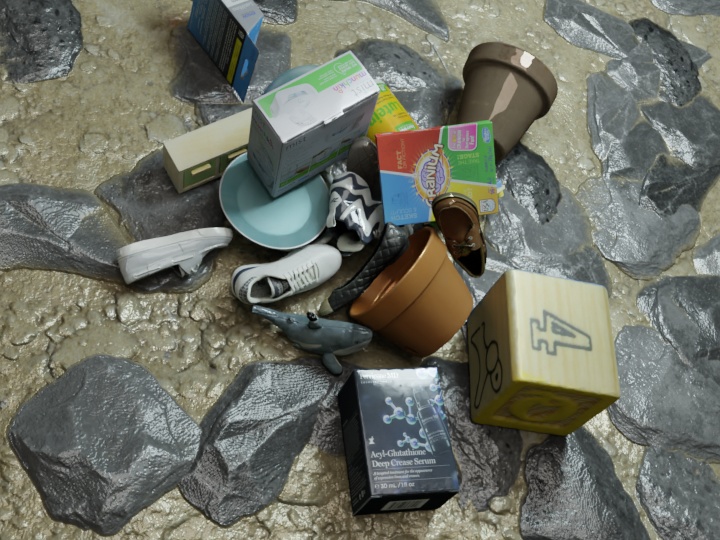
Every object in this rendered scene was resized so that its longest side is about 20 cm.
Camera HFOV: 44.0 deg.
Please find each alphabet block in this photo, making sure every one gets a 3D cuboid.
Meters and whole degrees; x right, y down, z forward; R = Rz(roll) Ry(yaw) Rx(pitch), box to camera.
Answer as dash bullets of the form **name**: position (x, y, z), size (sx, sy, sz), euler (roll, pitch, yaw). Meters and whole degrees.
- **alphabet block**: position (0.300, 0.142, 1.500), size (0.192, 0.196, 0.204), euler (9, 60, -12)

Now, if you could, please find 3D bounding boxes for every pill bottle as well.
- **pill bottle**: position (0.056, -0.250, 1.679), size (0.110, 0.111, 0.201), euler (-28, 74, -30)

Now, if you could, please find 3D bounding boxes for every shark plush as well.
- **shark plush**: position (-0.079, 0.084, 1.463), size (0.197, 0.084, 0.092), euler (29, 60, -1)

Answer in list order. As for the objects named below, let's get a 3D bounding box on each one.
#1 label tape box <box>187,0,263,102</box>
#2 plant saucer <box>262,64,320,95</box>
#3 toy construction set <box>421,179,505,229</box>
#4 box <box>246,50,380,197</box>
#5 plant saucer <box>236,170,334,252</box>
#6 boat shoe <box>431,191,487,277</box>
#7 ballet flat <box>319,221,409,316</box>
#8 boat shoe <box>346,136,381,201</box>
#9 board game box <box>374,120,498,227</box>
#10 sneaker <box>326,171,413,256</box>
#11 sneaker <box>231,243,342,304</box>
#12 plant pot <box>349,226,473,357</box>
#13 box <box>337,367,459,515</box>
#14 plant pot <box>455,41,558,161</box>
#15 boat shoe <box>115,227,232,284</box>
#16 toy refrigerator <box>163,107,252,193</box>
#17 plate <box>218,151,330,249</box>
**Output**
- **label tape box**: position (-0.237, -0.442, 1.666), size (0.063, 0.145, 0.201), euler (-29, 74, -32)
- **plant saucer**: position (-0.100, -0.289, 1.635), size (0.196, 0.039, 0.206), euler (-2, 78, 8)
- **toy construction set**: position (0.178, -0.129, 1.635), size (0.199, 0.128, 0.094), euler (-29, 111, -60)
- **box**: position (-0.081, -0.240, 1.484), size (0.198, 0.177, 0.097), euler (-32, 74, -21)
- **plant saucer**: position (-0.128, -0.113, 1.576), size (0.195, 0.050, 0.204), euler (9, 60, -15)
- **boat shoe**: position (0.175, -0.057, 1.485), size (0.071, 0.200, 0.069), euler (-19, 57, 18)
- **ballet flat**: position (0.000, 0.000, 1.505), size (0.200, 0.067, 0.057), euler (-44, 101, 7)
- **boat shoe**: position (0.021, -0.172, 1.592), size (0.073, 0.201, 0.075), euler (-11, 53, 11)
- **board game box**: position (0.128, -0.163, 1.501), size (0.195, 0.040, 0.157), euler (-8, 103, -1)
- **sneaker**: position (0.010, -0.063, 1.554), size (0.199, 0.078, 0.132), euler (44, 53, -38)
- **sneaker**: position (-0.114, 0.013, 1.480), size (0.196, 0.080, 0.078), euler (-20, 107, -20)
- **plant pot**: position (0.096, 0.048, 1.492), size (0.140, 0.199, 0.201), euler (43, 56, -10)
- **box**: position (0.056, 0.266, 1.396), size (0.145, 0.108, 0.204), euler (0, 61, -18)
- **plant pot**: position (0.270, -0.319, 1.761), size (0.197, 0.200, 0.177), euler (28, 73, -2)
- **boat shoe**: position (-0.299, -0.024, 1.462), size (0.197, 0.072, 0.070), euler (-14, 88, -32)
- **toy refrigerator**: position (-0.243, -0.213, 1.565), size (0.197, 0.076, 0.071), euler (-26, 72, -23)
- **plate**: position (-0.147, -0.120, 1.530), size (0.195, 0.026, 0.204), euler (8, 59, -14)
